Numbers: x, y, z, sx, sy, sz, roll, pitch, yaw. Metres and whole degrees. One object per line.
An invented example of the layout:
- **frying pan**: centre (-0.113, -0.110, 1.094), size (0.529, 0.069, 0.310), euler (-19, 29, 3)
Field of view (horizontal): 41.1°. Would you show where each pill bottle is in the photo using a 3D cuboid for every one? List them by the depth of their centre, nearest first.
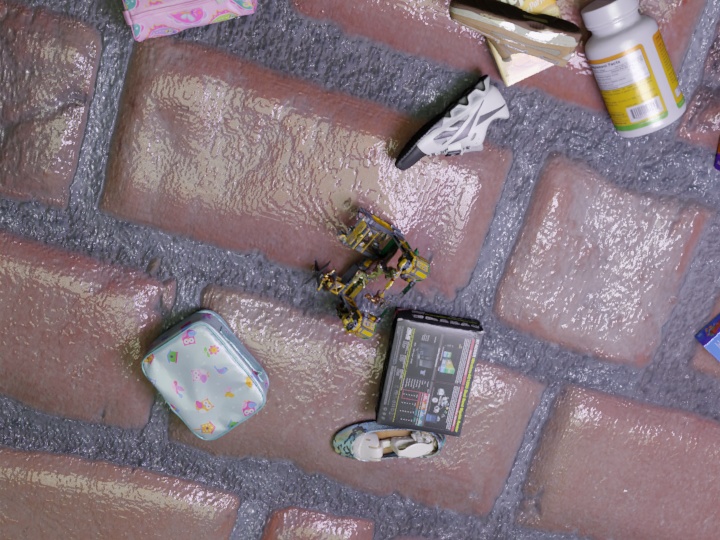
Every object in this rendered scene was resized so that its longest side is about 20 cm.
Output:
- **pill bottle**: centre (0.406, -0.314, 1.445), size (0.110, 0.111, 0.201), euler (-25, 108, 7)

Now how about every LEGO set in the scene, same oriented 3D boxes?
- **LEGO set**: centre (0.000, 0.000, 1.516), size (0.115, 0.155, 0.200), euler (27, 121, -39)

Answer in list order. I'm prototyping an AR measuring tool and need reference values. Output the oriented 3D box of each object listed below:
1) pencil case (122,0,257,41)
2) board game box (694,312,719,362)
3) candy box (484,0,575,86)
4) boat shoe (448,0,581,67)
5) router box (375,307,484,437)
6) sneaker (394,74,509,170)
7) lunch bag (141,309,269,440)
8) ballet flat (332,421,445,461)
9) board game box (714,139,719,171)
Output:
- **pencil case**: centre (-0.248, -0.399, 1.409), size (0.198, 0.088, 0.088), euler (-12, 109, 3)
- **board game box**: centre (0.692, 0.138, 1.644), size (0.200, 0.045, 0.134), euler (42, 103, -14)
- **candy box**: centre (0.232, -0.394, 1.440), size (0.115, 0.055, 0.201), euler (-24, 109, 8)
- **boat shoe**: centre (0.218, -0.340, 1.399), size (0.198, 0.072, 0.077), euler (15, 126, -4)
- **router box**: centre (0.114, 0.172, 1.626), size (0.148, 0.062, 0.202), euler (10, 107, -4)
- **sneaker**: centre (0.145, -0.206, 1.493), size (0.199, 0.074, 0.089), euler (-38, 104, 11)
- **lunch bag**: centre (-0.252, 0.175, 1.610), size (0.160, 0.077, 0.201), euler (-35, 107, 8)
- **ballet flat**: centre (0.050, 0.301, 1.668), size (0.198, 0.074, 0.075), euler (-8, 109, 1)
- **board game box**: centre (0.682, -0.220, 1.437), size (0.198, 0.200, 0.202), euler (4, 109, -4)
